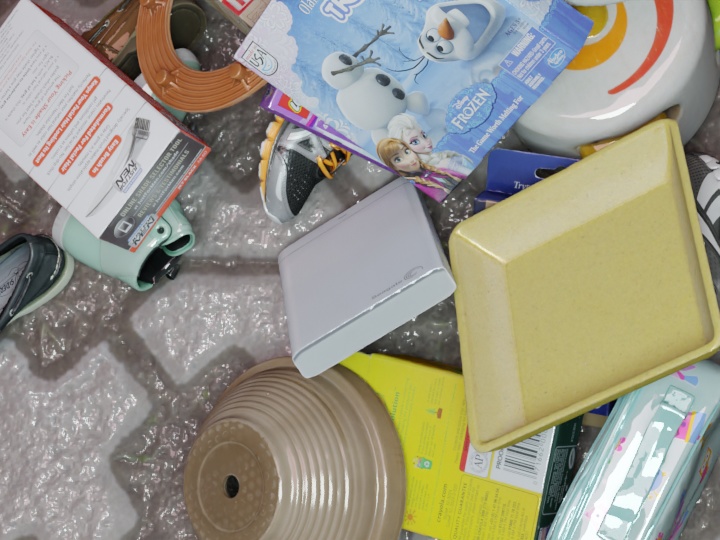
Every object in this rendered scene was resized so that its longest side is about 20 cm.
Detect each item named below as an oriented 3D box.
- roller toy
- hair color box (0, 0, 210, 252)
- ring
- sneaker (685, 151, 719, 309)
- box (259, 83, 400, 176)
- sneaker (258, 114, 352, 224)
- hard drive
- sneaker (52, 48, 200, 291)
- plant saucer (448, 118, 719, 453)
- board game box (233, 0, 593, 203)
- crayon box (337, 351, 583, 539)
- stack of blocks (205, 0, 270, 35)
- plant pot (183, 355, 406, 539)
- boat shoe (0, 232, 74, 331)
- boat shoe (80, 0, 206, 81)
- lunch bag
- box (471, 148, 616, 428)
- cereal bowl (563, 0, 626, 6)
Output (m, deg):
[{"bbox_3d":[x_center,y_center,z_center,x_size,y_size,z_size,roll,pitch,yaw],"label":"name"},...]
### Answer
[{"bbox_3d":[0.182,-0.173,1.402,0.181,0.140,0.201,23,84,22],"label":"roller toy"},{"bbox_3d":[-0.232,-0.120,1.482,0.200,0.064,0.111,41,96,25],"label":"hair color box"},{"bbox_3d":[-0.111,-0.224,1.458,0.199,0.019,0.202,-15,65,35],"label":"ring"},{"bbox_3d":[0.238,-0.020,1.340,0.090,0.067,0.201,0,43,-3],"label":"sneaker"},{"bbox_3d":[0.023,-0.191,1.438,0.136,0.039,0.201,25,90,-17],"label":"box"},{"bbox_3d":[-0.018,-0.125,1.488,0.077,0.078,0.201,27,84,17],"label":"sneaker"},{"bbox_3d":[0.000,0.000,1.400,0.131,0.200,0.027,-31,113,7],"label":"hard drive"},{"bbox_3d":[-0.163,-0.079,1.520,0.118,0.074,0.201,32,93,25],"label":"sneaker"},{"bbox_3d":[0.162,0.018,1.270,0.199,0.048,0.201,-27,47,27],"label":"plant saucer"},{"bbox_3d":[0.034,-0.168,1.320,0.198,0.200,0.044,35,47,-6],"label":"board game box"},{"bbox_3d":[0.064,0.137,1.378,0.199,0.051,0.128,13,94,31],"label":"crayon box"},{"bbox_3d":[-0.086,-0.268,1.523,0.115,0.059,0.200,-46,50,-3],"label":"stack of blocks"},{"bbox_3d":[-0.070,0.165,1.380,0.200,0.092,0.203,-3,85,38],"label":"plant pot"},{"bbox_3d":[-0.338,0.037,1.547,0.199,0.066,0.075,-34,68,6],"label":"boat shoe"},{"bbox_3d":[-0.219,-0.173,1.571,0.200,0.072,0.068,-42,51,4],"label":"boat shoe"},{"bbox_3d":[0.202,0.145,1.299,0.077,0.160,0.201,25,85,18],"label":"lunch bag"},{"bbox_3d":[0.142,0.014,1.371,0.120,0.032,0.202,9,109,20],"label":"box"},{"bbox_3d":[0.175,-0.276,1.325,0.198,0.083,0.202,-6,64,13],"label":"cereal bowl"}]
